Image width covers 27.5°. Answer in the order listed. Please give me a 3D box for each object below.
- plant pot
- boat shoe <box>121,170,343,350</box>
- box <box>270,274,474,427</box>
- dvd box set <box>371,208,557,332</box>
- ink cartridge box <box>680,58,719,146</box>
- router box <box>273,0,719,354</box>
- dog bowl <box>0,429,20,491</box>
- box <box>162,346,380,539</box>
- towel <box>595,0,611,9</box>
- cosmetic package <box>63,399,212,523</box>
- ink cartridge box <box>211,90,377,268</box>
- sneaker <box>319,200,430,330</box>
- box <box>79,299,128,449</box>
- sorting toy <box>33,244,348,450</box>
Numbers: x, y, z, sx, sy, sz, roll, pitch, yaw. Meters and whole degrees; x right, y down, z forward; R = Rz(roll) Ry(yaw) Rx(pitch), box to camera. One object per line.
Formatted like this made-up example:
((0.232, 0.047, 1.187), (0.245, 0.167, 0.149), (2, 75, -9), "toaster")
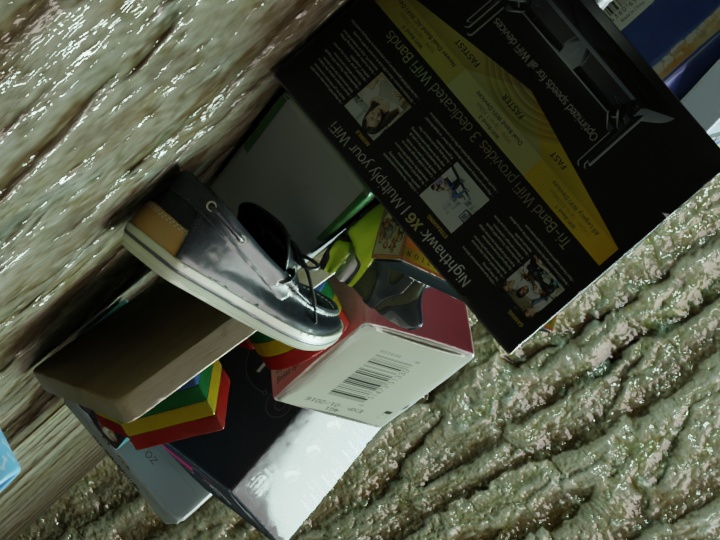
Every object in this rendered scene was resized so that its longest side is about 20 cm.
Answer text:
((0.227, -0.216, 1.233), (0.200, 0.200, 0.180), (-41, 172, 8), "plant pot")
((-0.063, -0.003, 0.890), (0.062, 0.074, 0.200), (-56, 143, 1), "boat shoe")
((0.000, 0.000, 1.156), (0.128, 0.108, 0.201), (-42, -137, 40), "box")
((0.089, -0.078, 0.900), (0.029, 0.146, 0.202), (3, -105, 48), "dvd box set")
((0.303, -0.146, 1.182), (0.119, 0.042, 0.200), (-24, 157, -49), "ink cartridge box")
((0.076, -0.081, 0.801), (0.157, 0.200, 0.052), (-40, 178, 4), "router box")
((-0.336, 0.189, 1.148), (0.200, 0.050, 0.111), (-43, 178, 35), "dog bowl")
((-0.062, 0.114, 1.277), (0.200, 0.122, 0.106), (-50, 137, -14), "box")
((0.184, -0.256, 0.887), (0.165, 0.086, 0.200), (-43, 178, -10), "towel")
((-0.160, 0.117, 1.422), (0.200, 0.168, 0.166), (-42, 180, -15), "cosmetic package")
((0.016, -0.103, 0.962), (0.200, 0.083, 0.147), (-41, 179, -31), "ink cartridge box")
((0.066, -0.037, 0.953), (0.200, 0.081, 0.074), (-40, 179, -19), "sneaker")
((-0.200, 0.091, 1.225), (0.049, 0.082, 0.200), (-39, 178, -21), "box")
((-0.110, 0.052, 1.055), (0.199, 0.070, 0.198), (-36, -162, -22), "sorting toy")
